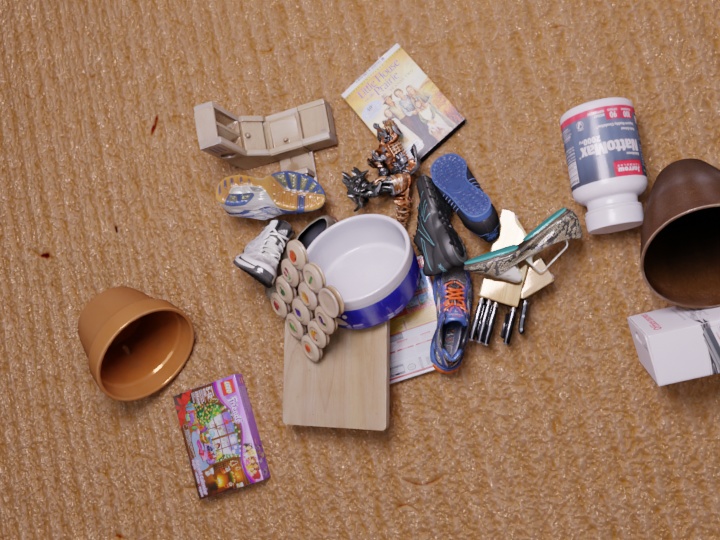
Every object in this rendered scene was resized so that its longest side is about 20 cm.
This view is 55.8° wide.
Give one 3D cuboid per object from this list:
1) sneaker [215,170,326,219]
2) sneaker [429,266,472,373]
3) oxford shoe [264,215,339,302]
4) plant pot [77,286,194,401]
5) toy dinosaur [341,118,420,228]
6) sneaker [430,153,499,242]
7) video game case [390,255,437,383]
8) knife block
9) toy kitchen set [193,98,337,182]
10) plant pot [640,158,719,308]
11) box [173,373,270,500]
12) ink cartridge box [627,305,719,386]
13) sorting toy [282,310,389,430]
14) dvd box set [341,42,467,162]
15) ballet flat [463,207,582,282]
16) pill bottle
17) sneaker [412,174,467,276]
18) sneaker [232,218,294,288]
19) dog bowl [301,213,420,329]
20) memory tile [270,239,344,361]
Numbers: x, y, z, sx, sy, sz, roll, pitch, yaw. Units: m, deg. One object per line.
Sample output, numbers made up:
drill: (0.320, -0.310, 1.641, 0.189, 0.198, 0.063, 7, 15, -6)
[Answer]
sneaker: (-0.160, -0.132, 1.248, 0.198, 0.088, 0.076, 4, 69, 2)
sneaker: (0.162, 0.074, 1.165, 0.075, 0.078, 0.202, 3, 78, -3)
oxford shoe: (-0.118, -0.025, 1.259, 0.070, 0.075, 0.201, 37, 95, 13)
plant pot: (-0.434, 0.122, 1.276, 0.140, 0.200, 0.201, 34, 93, 31)
toy dinosaur: (0.045, -0.161, 1.214, 0.134, 0.102, 0.202, -10, 79, 16)
sneaker: (0.181, -0.125, 1.180, 0.070, 0.078, 0.201, -27, 42, 5)
video game case: (0.078, 0.090, 1.227, 0.142, 0.017, 0.202, -19, 80, 12)
knife block: (0.233, 0.022, 1.169, 0.175, 0.064, 0.201, -30, 78, 9)
toy kitchen set: (-0.160, -0.222, 1.236, 0.198, 0.180, 0.165, -13, 82, 17)
plant pot: (0.511, -0.080, 1.036, 0.185, 0.188, 0.201, -2, 40, 14)
box: (-0.263, 0.311, 1.280, 0.136, 0.039, 0.202, -20, 79, 11)
ink cartridge box: (0.530, 0.098, 1.039, 0.198, 0.145, 0.085, -15, 94, 13)
sorting toy: (-0.034, 0.173, 1.209, 0.197, 0.069, 0.202, -2, 83, 23)
dvd box set: (0.079, -0.301, 1.261, 0.146, 0.029, 0.200, -40, 77, 7)
ballet flat: (0.269, -0.025, 1.104, 0.199, 0.068, 0.076, -29, 93, 7)
pill bottle: (0.404, -0.168, 1.118, 0.118, 0.120, 0.202, -10, 82, 13)
sneaker: (0.121, -0.081, 1.189, 0.079, 0.075, 0.201, -34, 50, 30)
sneaker: (-0.168, -0.043, 1.223, 0.075, 0.200, 0.116, 36, 88, -18)
dog bowl: (0.000, 0.000, 1.174, 0.198, 0.079, 0.201, -13, 45, 13)
memory tile: (-0.094, 0.055, 1.132, 0.017, 0.201, 0.154, -25, 67, -33)
